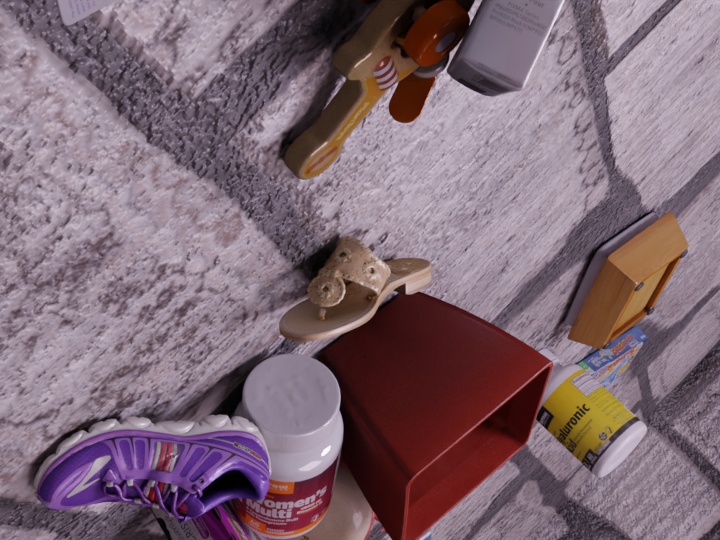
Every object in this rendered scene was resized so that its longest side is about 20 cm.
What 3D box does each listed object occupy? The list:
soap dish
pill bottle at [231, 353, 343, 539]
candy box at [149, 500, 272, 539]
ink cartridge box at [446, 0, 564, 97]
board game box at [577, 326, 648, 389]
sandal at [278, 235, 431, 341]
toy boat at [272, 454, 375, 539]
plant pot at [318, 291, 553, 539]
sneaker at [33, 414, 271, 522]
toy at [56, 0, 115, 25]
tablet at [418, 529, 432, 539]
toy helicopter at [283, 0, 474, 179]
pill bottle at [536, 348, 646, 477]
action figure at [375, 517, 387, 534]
[{"bbox_3d":[0.405,0.020,1.533,0.157,0.081,0.200,-31,152,-30],"label":"soap dish"},{"bbox_3d":[-0.074,0.176,0.999,0.110,0.110,0.200,-31,151,-28],"label":"pill bottle"},{"bbox_3d":[-0.133,0.303,1.061,0.061,0.136,0.200,-36,153,-4],"label":"candy box"},{"bbox_3d":[0.123,-0.215,0.670,0.200,0.057,0.163,-60,-178,8],"label":"ink cartridge box"},{"bbox_3d":[0.453,0.195,1.915,0.200,0.034,0.135,-24,147,-38],"label":"board game box"},{"bbox_3d":[-0.005,-0.001,0.924,0.212,0.078,0.070,-23,116,-52],"label":"sandal"},{"bbox_3d":[-0.046,0.277,1.211,0.131,0.130,0.200,-64,176,-49],"label":"toy boat"},{"bbox_3d":[0.061,0.143,1.079,0.200,0.176,0.200,-36,153,-22],"label":"plant pot"},{"bbox_3d":[-0.168,0.172,0.844,0.200,0.083,0.081,-4,134,-23],"label":"sneaker"},{"bbox_3d":[-0.083,-0.216,0.486,0.200,0.047,0.115,-37,150,-26],"label":"toy"},{"bbox_3d":[0.051,0.562,1.866,0.200,0.014,0.130,-31,151,-28],"label":"tablet"},{"bbox_3d":[0.014,-0.143,0.736,0.200,0.079,0.132,-48,166,29],"label":"toy helicopter"},{"bbox_3d":[0.338,0.218,1.581,0.111,0.200,0.111,-35,152,-22],"label":"pill bottle"},{"bbox_3d":[0.026,0.364,1.447,0.065,0.099,0.200,-53,151,11],"label":"action figure"}]
